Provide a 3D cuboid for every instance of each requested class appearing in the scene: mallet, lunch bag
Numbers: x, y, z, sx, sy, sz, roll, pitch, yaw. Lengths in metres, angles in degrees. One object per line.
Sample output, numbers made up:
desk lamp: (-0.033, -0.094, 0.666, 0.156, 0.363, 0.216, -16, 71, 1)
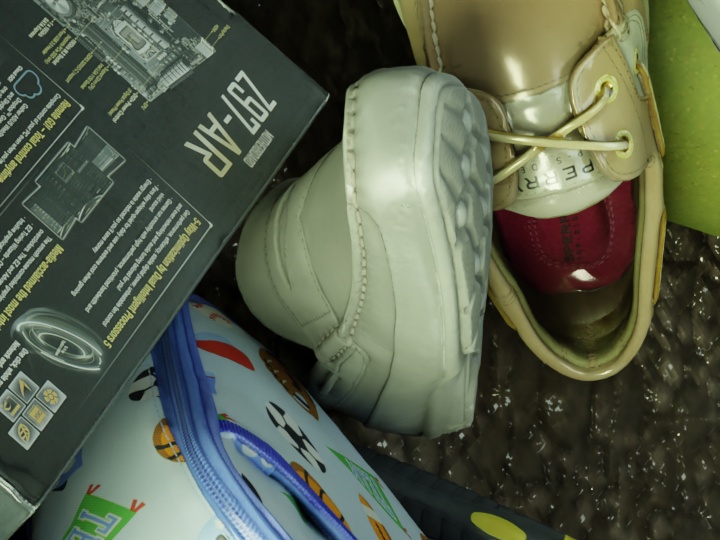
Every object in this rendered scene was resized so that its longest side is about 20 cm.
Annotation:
mallet: (0.061, 0.097, 0.845, 0.199, 0.041, 0.066, 16, 71, 0)
lunch bag: (-0.005, 0.108, 0.759, 0.075, 0.160, 0.200, -40, 110, 4)

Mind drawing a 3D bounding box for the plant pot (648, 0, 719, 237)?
plant pot: (0.144, -0.083, 0.950, 0.199, 0.187, 0.188, -1, 80, -27)

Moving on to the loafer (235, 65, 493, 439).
loafer: (0.000, 0.000, 0.777, 0.069, 0.200, 0.070, 5, 68, 2)

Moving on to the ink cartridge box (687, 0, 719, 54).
ink cartridge box: (0.168, -0.091, 0.803, 0.200, 0.145, 0.084, 52, 9, -37)

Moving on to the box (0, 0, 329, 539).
box: (-0.110, -0.038, 0.710, 0.160, 0.044, 0.200, 41, 37, -7)

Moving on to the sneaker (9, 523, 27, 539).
sneaker: (-0.096, 0.158, 0.735, 0.076, 0.075, 0.201, 52, 29, -70)

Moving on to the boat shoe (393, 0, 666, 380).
boat shoe: (0.055, -0.043, 0.817, 0.200, 0.074, 0.067, 65, 12, -51)
